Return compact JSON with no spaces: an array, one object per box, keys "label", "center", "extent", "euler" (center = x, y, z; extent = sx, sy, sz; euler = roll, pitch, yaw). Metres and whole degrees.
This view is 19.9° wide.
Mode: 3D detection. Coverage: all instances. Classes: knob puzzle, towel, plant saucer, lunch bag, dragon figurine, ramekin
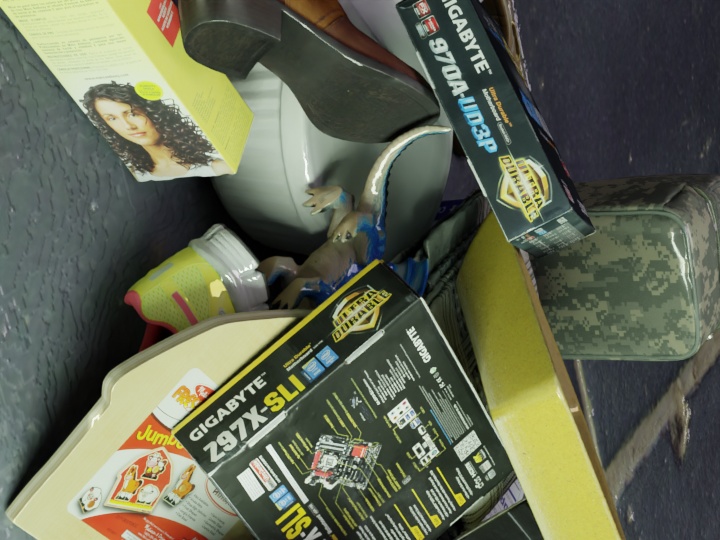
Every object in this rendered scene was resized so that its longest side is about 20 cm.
[{"label":"knob puzzle","center":[-0.095,0.098,1.203],"extent":[0.219,0.030,0.220],"euler":[-23,132,-28]},{"label":"towel","center":[0.086,0.051,1.397],"extent":[0.193,0.035,0.200],"euler":[-40,120,-54]},{"label":"plant saucer","center":[0.113,0.090,1.308],"extent":[0.200,0.048,0.200],"euler":[-102,171,-54]},{"label":"lunch bag","center":[0.218,-0.015,1.687],"extent":[0.168,0.200,0.140],"euler":[-41,123,-54]},{"label":"dragon figurine","center":[0.000,0.000,1.263],"extent":[0.099,0.059,0.200],"euler":[35,89,-44]},{"label":"ramekin","center":[-0.024,-0.101,1.355],"extent":[0.202,0.094,0.203],"euler":[-4,95,-59]}]

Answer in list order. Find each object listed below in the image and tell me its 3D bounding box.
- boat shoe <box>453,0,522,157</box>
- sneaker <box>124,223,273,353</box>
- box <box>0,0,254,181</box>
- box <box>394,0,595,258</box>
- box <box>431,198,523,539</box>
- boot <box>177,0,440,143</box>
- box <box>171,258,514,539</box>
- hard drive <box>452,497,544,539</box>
[{"label":"boat shoe","center":[0.086,-0.176,1.591],"extent":[0.200,0.074,0.066],"euler":[81,14,-46]},{"label":"sneaker","center":[-0.099,0.071,1.252],"extent":[0.090,0.078,0.200],"euler":[-26,124,-26]},{"label":"box","center":[-0.140,-0.131,1.180],"extent":[0.200,0.075,0.050],"euler":[54,42,-43]},{"label":"box","center":[0.089,-0.091,1.293],"extent":[0.159,0.046,0.200],"euler":[65,9,7]},{"label":"box","center":[0.047,0.085,1.463],"extent":[0.184,0.105,0.200],"euler":[59,39,-38]},{"label":"boot","center":[-0.033,-0.186,1.246],"extent":[0.188,0.068,0.200],"euler":[18,51,-27]},{"label":"box","center":[-0.004,0.108,1.231],"extent":[0.160,0.049,0.200],"euler":[-39,139,-7]},{"label":"hard drive","center":[0.034,0.225,1.331],"extent":[0.038,0.140,0.200],"euler":[49,39,14]}]
